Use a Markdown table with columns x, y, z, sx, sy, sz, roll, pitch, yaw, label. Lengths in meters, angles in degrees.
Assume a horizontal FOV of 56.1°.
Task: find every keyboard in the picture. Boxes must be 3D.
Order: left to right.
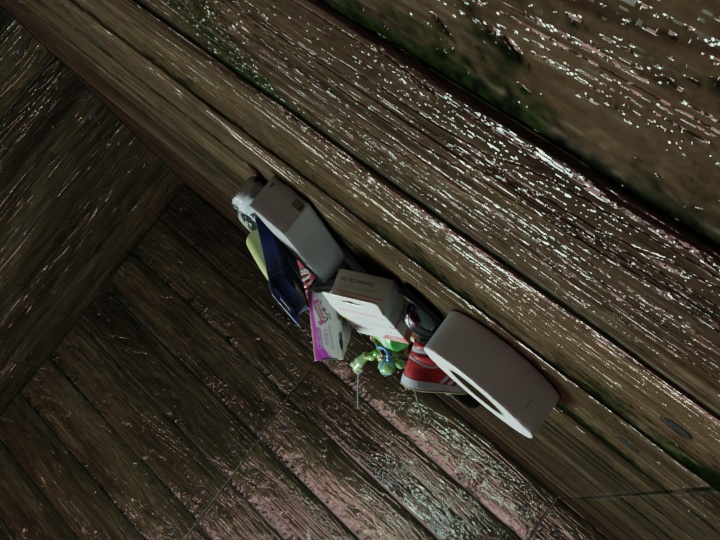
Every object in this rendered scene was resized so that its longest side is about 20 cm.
| x | y | z | sx | sy | sz | roll | pitch | yaw | label |
| --- | --- | --- | --- | --- | --- | --- | --- | --- | --- |
| 0.000 | 0.000 | 1.352 | 0.056 | 0.011 | 0.200 | 28 | 167 | 41 | keyboard |

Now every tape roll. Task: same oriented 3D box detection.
| x | y | z | sx | sy | sz | roll | pitch | yaw | label |
| --- | --- | --- | --- | --- | --- | --- | --- | --- | --- |
| 0.188 | 0.150 | 0.977 | 0.201 | 0.071 | 0.203 | 41 | 173 | 6 | tape roll |

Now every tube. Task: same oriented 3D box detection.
| x | y | z | sx | sy | sz | roll | pitch | yaw | label |
| --- | --- | --- | --- | --- | --- | --- | --- | --- | --- |
| -0.175 | -0.004 | 1.334 | 0.057 | 0.053 | 0.201 | 2 | -143 | -34 | tube |

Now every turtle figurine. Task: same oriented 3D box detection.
| x | y | z | sx | sy | sz | roll | pitch | yaw | label |
| --- | --- | --- | --- | --- | --- | --- | --- | --- | --- |
| 0.053 | 0.210 | 1.550 | 0.196 | 0.140 | 0.204 | -82 | -24 | -59 | turtle figurine |

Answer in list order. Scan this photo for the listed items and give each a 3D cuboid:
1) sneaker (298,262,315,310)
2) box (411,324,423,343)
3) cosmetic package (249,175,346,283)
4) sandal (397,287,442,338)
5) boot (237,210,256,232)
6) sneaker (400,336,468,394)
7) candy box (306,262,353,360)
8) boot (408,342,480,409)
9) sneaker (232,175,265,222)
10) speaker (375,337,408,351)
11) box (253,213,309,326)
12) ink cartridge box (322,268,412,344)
| x | y | z | sx | sy | sz | roll | pitch | yaw | label |
| --- | --- | --- | --- | --- | --- | --- | --- | --- | --- |
| -0.103 | 0.026 | 1.421 | 0.088 | 0.072 | 0.202 | -93 | -21 | -46 | sneaker |
| 0.121 | 0.131 | 1.376 | 0.038 | 0.042 | 0.200 | 32 | 169 | 47 | box |
| -0.107 | -0.068 | 1.201 | 0.101 | 0.074 | 0.200 | 38 | 173 | 32 | cosmetic package |
| 0.107 | 0.091 | 1.148 | 0.075 | 0.048 | 0.201 | 36 | 172 | 35 | sandal |
| -0.195 | -0.078 | 1.617 | 0.203 | 0.074 | 0.153 | 44 | 170 | -32 | boot |
| 0.175 | 0.181 | 1.352 | 0.196 | 0.116 | 0.071 | 7 | -169 | -36 | sneaker |
| -0.055 | 0.076 | 1.332 | 0.059 | 0.141 | 0.200 | -4 | -166 | 6 | candy box |
| 0.188 | 0.234 | 1.547 | 0.203 | 0.074 | 0.154 | 41 | 177 | 7 | boot |
| -0.179 | -0.116 | 1.339 | 0.114 | 0.076 | 0.200 | 38 | 179 | 7 | sneaker |
| 0.029 | 0.092 | 1.453 | 0.199 | 0.089 | 0.089 | 34 | 172 | 44 | speaker |
| -0.144 | -0.006 | 1.252 | 0.122 | 0.032 | 0.203 | 57 | -168 | -49 | box |
| 0.020 | 0.059 | 1.214 | 0.113 | 0.069 | 0.200 | 11 | 161 | 24 | ink cartridge box |
